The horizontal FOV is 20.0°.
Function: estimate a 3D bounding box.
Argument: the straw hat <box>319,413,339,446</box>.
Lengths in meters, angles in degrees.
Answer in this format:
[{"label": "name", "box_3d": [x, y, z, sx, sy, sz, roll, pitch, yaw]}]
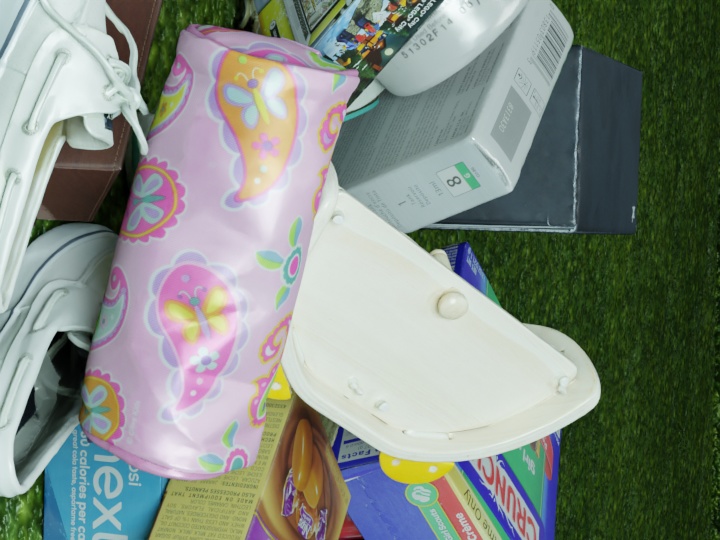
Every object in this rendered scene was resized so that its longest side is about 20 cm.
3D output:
[{"label": "straw hat", "box_3d": [-0.049, 0.046, 1.213, 0.201, 0.085, 0.201, -163, -90, -87]}]

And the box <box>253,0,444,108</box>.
[{"label": "box", "box_3d": [-0.001, -0.185, 0.989, 0.038, 0.137, 0.200, 27, 30, -33]}]

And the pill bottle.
[{"label": "pill bottle", "box_3d": [-0.001, -0.206, 1.153, 0.200, 0.114, 0.114, 48, 37, -16]}]

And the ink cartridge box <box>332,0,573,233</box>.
[{"label": "ink cartridge box", "box_3d": [0.019, -0.077, 1.214, 0.050, 0.200, 0.161, 50, 39, -22]}]

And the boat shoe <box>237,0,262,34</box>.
[{"label": "boat shoe", "box_3d": [-0.042, -0.182, 1.254, 0.073, 0.063, 0.201, 54, 51, -68]}]

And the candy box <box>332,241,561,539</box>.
[{"label": "candy box", "box_3d": [0.058, 0.110, 1.261, 0.169, 0.077, 0.200, 60, 26, -31]}]

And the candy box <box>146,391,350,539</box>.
[{"label": "candy box", "box_3d": [-0.065, 0.161, 1.023, 0.117, 0.056, 0.200, 71, 30, -48]}]

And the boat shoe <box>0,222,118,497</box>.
[{"label": "boat shoe", "box_3d": [-0.143, 0.045, 0.966, 0.200, 0.065, 0.074, -63, 150, -49]}]

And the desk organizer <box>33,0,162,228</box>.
[{"label": "desk organizer", "box_3d": [-0.118, -0.124, 0.990, 0.072, 0.077, 0.200, 54, 43, -62]}]

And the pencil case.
[{"label": "pencil case", "box_3d": [-0.064, -0.006, 0.905, 0.087, 0.087, 0.200, -12, 118, -71]}]

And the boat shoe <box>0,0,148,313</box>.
[{"label": "boat shoe", "box_3d": [-0.125, -0.074, 0.872, 0.075, 0.086, 0.202, 83, 31, -82]}]

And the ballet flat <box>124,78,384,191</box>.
[{"label": "ballet flat", "box_3d": [-0.057, -0.095, 1.144, 0.200, 0.069, 0.070, -32, 126, -43]}]

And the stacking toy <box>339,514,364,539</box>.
[{"label": "stacking toy", "box_3d": [-0.002, 0.104, 1.367, 0.116, 0.110, 0.200, 62, 22, -82]}]

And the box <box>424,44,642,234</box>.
[{"label": "box", "box_3d": [0.075, -0.085, 1.382, 0.200, 0.196, 0.124, -2, 96, -72]}]

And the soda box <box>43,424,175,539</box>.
[{"label": "soda box", "box_3d": [-0.120, 0.163, 1.050, 0.064, 0.068, 0.200, -11, 104, -70]}]

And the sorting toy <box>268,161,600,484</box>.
[{"label": "sorting toy", "box_3d": [0.000, 0.000, 1.053, 0.200, 0.107, 0.180, 36, 17, -33]}]
